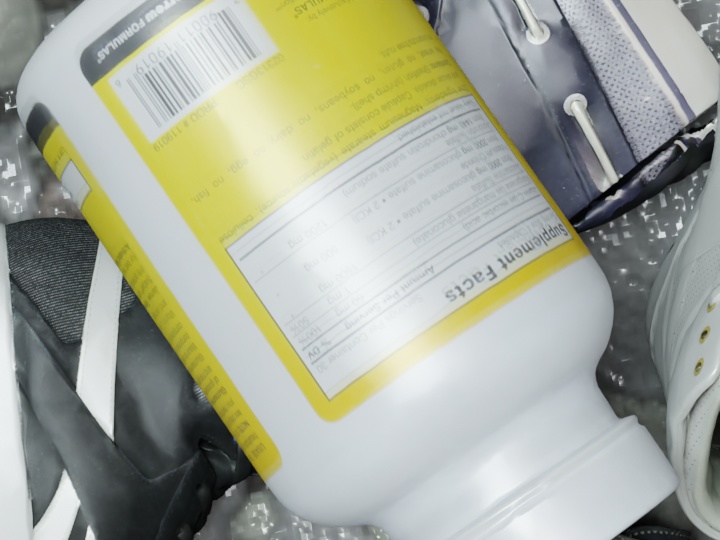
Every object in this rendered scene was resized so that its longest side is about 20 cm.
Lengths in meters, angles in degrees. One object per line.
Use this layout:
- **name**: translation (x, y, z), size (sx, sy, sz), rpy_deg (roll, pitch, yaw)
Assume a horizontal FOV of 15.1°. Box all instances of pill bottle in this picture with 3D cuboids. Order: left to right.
- **pill bottle**: translation (0.000, 0.000, 0.764), size (0.112, 0.112, 0.200), rpy_deg (-34, 85, -6)

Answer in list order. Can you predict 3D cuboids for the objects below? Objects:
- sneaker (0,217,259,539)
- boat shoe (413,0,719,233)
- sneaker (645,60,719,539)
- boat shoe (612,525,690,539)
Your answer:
- **sneaker**: translation (-0.058, 0.079, 0.821), size (0.112, 0.073, 0.200), rpy_deg (-6, 87, -6)
- **boat shoe**: translation (0.025, -0.093, 0.837), size (0.093, 0.075, 0.200), rpy_deg (-37, 90, -11)
- **sneaker**: translation (0.133, -0.015, 0.775), size (0.074, 0.116, 0.200), rpy_deg (9, 124, -4)
- **boat shoe**: translation (0.079, 0.107, 0.833), size (0.068, 0.072, 0.200), rpy_deg (-29, 87, -6)
